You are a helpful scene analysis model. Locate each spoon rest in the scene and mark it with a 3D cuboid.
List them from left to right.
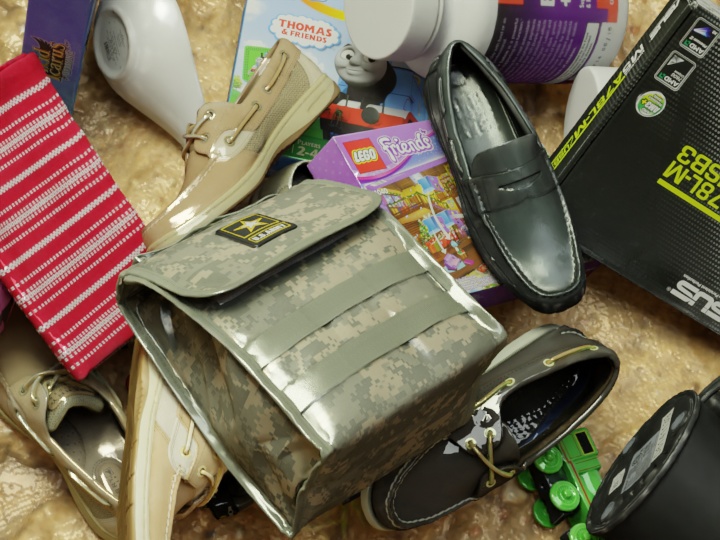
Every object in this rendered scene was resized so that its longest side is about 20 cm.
[{"bbox_3d":[-0.144,-0.119,1.501,0.060,0.099,0.202,-6,79,-38],"label":"spoon rest"}]

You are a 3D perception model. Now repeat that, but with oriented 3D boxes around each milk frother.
[{"bbox_3d":[0.286,0.141,1.377,0.188,0.200,0.181,37,52,-5],"label":"milk frother"}]

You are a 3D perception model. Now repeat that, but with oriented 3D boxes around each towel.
[{"bbox_3d":[-0.203,-0.039,1.385,0.201,0.022,0.145,56,36,-5],"label":"towel"}]

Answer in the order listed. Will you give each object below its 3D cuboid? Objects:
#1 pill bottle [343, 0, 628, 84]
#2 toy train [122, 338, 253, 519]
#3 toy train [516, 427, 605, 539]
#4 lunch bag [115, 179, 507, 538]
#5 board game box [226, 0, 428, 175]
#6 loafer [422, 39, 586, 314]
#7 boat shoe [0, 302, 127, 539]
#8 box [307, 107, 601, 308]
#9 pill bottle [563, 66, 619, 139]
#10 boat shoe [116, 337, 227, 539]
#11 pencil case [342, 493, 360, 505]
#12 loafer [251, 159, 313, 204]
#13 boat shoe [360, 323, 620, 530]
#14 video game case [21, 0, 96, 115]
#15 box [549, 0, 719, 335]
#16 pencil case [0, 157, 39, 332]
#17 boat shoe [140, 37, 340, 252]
[{"bbox_3d":[0.090,-0.193,1.530,0.199,0.111,0.112,-3,63,-37],"label":"pill bottle"},{"bbox_3d":[-0.135,0.082,1.427,0.046,0.034,0.201,-28,72,-11],"label":"toy train"},{"bbox_3d":[0.141,0.141,1.451,0.056,0.042,0.201,-12,67,-29],"label":"toy train"},{"bbox_3d":[-0.037,0.034,1.310,0.163,0.118,0.200,-29,64,-34],"label":"lunch bag"},{"bbox_3d":[-0.019,-0.157,1.566,0.150,0.037,0.201,11,61,-6],"label":"board game box"},{"bbox_3d":[0.096,-0.065,1.424,0.068,0.071,0.202,-21,69,-10],"label":"loafer"},{"bbox_3d":[-0.194,0.090,1.390,0.072,0.065,0.201,-30,73,-23],"label":"boat shoe"},{"bbox_3d":[0.072,-0.041,1.481,0.199,0.039,0.138,-13,67,-44],"label":"box"},{"bbox_3d":[0.258,-0.098,1.550,0.198,0.114,0.115,3,63,-10],"label":"pill bottle"},{"bbox_3d":[-0.114,0.113,1.327,0.069,0.074,0.201,9,57,-11],"label":"boat shoe"},{"bbox_3d":[-0.051,0.060,1.415,0.092,0.085,0.201,-21,75,3],"label":"pencil case"},{"bbox_3d":[0.000,0.000,1.473,0.200,0.068,0.076,43,64,11],"label":"loafer"},{"bbox_3d":[0.087,0.105,1.384,0.201,0.060,0.072,-38,117,-23],"label":"boat shoe"},{"bbox_3d":[-0.200,-0.227,1.470,0.045,0.200,0.183,12,62,-8],"label":"video game case"},{"bbox_3d":[0.247,-0.069,1.471,0.199,0.194,0.048,31,20,-17],"label":"box"},{"bbox_3d":[-0.262,-0.034,1.406,0.093,0.091,0.201,3,43,11],"label":"pencil case"},{"bbox_3d":[-0.095,-0.084,1.450,0.065,0.071,0.200,47,54,-8],"label":"boat shoe"}]
